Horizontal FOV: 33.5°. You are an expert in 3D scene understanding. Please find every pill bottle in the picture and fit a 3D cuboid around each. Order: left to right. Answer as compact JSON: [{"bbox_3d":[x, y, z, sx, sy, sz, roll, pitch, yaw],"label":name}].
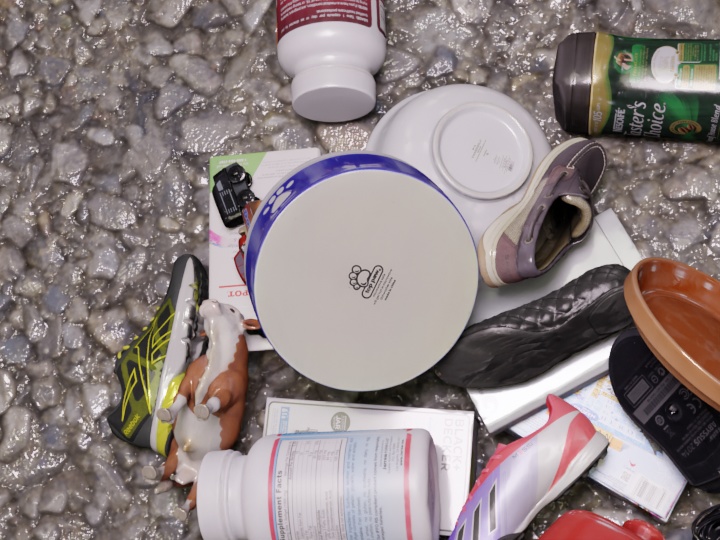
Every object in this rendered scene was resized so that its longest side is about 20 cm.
[{"bbox_3d":[-0.034,0.194,1.031,0.198,0.109,0.110,-3,74,10],"label":"pill bottle"},{"bbox_3d":[-0.031,-0.261,1.220,0.112,0.113,0.202,-5,73,9],"label":"pill bottle"}]

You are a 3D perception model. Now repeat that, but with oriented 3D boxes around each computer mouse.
[{"bbox_3d":[0.291,0.132,1.022,0.053,0.139,0.201,-15,62,-41],"label":"computer mouse"}]

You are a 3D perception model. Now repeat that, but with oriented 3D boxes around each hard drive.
[{"bbox_3d":[0.176,0.047,1.099,0.199,0.027,0.132,-29,70,3],"label":"hard drive"}]

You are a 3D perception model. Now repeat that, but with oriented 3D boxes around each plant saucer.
[{"bbox_3d":[0.302,0.066,0.995,0.200,0.200,0.032,42,120,18],"label":"plant saucer"}]

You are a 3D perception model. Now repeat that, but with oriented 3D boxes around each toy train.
[{"bbox_3d":[-0.098,-0.009,1.130,0.046,0.034,0.201,-24,72,5],"label":"toy train"}]

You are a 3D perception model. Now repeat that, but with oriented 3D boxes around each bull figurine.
[{"bbox_3d":[-0.144,0.128,1.095,0.065,0.121,0.201,17,117,13],"label":"bull figurine"}]

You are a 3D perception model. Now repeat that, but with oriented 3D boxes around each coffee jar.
[{"bbox_3d":[0.284,-0.175,1.145,0.198,0.104,0.086,5,73,12],"label":"coffee jar"}]

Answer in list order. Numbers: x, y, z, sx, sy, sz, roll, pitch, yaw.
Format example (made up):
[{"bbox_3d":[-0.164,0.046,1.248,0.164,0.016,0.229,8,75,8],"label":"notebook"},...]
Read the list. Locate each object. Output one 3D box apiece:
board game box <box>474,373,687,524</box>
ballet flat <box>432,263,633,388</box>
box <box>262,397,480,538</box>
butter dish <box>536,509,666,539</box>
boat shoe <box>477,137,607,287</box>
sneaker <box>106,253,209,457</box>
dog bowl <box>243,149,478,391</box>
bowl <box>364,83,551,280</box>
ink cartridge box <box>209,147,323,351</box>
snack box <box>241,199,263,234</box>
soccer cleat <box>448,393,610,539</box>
[{"bbox_3d":[0.241,0.096,1.108,0.199,0.041,0.200,30,82,17],"label":"board game box"},{"bbox_3d":[0.159,0.053,1.068,0.199,0.057,0.067,-22,114,6],"label":"ballet flat"},{"bbox_3d":[0.008,0.183,1.115,0.198,0.060,0.118,4,76,11],"label":"box"},{"bbox_3d":[0.211,0.275,1.008,0.199,0.201,0.148,31,59,15],"label":"butter dish"},{"bbox_3d":[0.179,-0.052,1.075,0.065,0.072,0.200,7,38,40],"label":"boat shoe"},{"bbox_3d":[-0.200,0.078,1.174,0.084,0.075,0.201,6,76,12],"label":"sneaker"},{"bbox_3d":[0.000,0.000,1.042,0.198,0.079,0.202,-3,106,-10],"label":"dog bowl"},{"bbox_3d":[0.104,-0.097,1.130,0.199,0.090,0.203,3,73,-9],"label":"bowl"},{"bbox_3d":[-0.087,-0.013,1.183,0.116,0.067,0.202,-4,74,9],"label":"ink cartridge box"},{"bbox_3d":[-0.013,-0.038,1.143,0.199,0.024,0.072,-7,70,-30],"label":"snack box"},{"bbox_3d":[0.125,0.195,1.041,0.200,0.068,0.073,-42,78,-7],"label":"soccer cleat"}]
